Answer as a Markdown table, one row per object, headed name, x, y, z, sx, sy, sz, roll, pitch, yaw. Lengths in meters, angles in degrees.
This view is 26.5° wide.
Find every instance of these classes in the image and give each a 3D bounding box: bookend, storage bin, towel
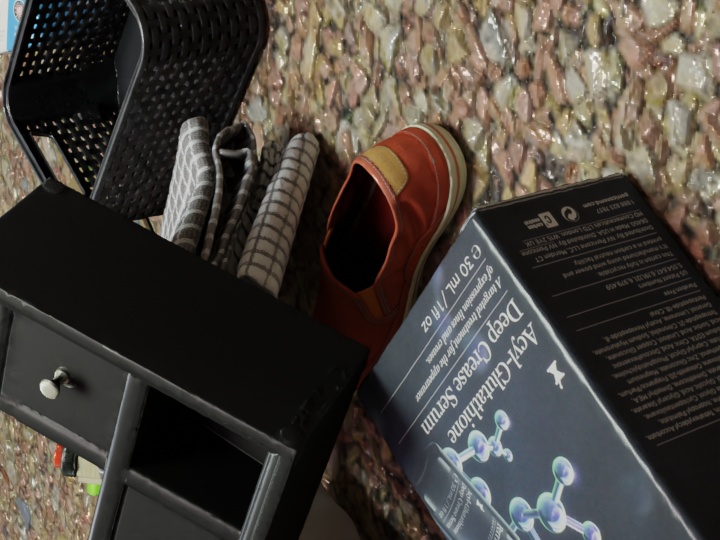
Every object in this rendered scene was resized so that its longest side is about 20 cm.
| name | x | y | z | sx | sy | sz | roll | pitch | yaw |
| --- | --- | --- | --- | --- | --- | --- | --- | --- | --- |
| bookend | -0.122 | 0.090 | 0.818 | 0.199 | 0.092 | 0.200 | 28 | 128 | 9 |
| storage bin | -0.157 | -0.138 | 1.024 | 0.136 | 0.093 | 0.201 | 57 | 140 | 24 |
| towel | -0.099 | 0.023 | 0.934 | 0.166 | 0.085 | 0.201 | -78 | 7 | -49 |

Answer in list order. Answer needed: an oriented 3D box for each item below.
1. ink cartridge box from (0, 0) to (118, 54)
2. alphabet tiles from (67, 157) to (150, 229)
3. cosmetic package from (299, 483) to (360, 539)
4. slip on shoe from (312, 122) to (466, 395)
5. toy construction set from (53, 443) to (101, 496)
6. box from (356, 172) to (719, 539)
| name | x | y | z | sx | sy | sz | roll | pitch | yaw |
| --- | --- | --- | --- | --- | --- | --- | --- | --- | --- |
| ink cartridge box | -0.246 | -0.265 | 1.121 | 0.116 | 0.067 | 0.202 | 3 | 104 | 54 |
| alphabet tiles | -0.204 | 0.010 | 1.215 | 0.200 | 0.006 | 0.167 | -45 | 66 | 50 |
| cosmetic package | -0.066 | 0.235 | 0.993 | 0.113 | 0.081 | 0.201 | 49 | 133 | 36 |
| slip on shoe | 0.000 | 0.000 | 0.887 | 0.074 | 0.061 | 0.201 | 51 | 139 | 27 |
| toy construction set | -0.170 | 0.083 | 1.097 | 0.131 | 0.091 | 0.202 | -85 | -12 | -76 |
| box | 0.111 | 0.083 | 0.725 | 0.201 | 0.106 | 0.149 | 56 | 140 | 24 |
